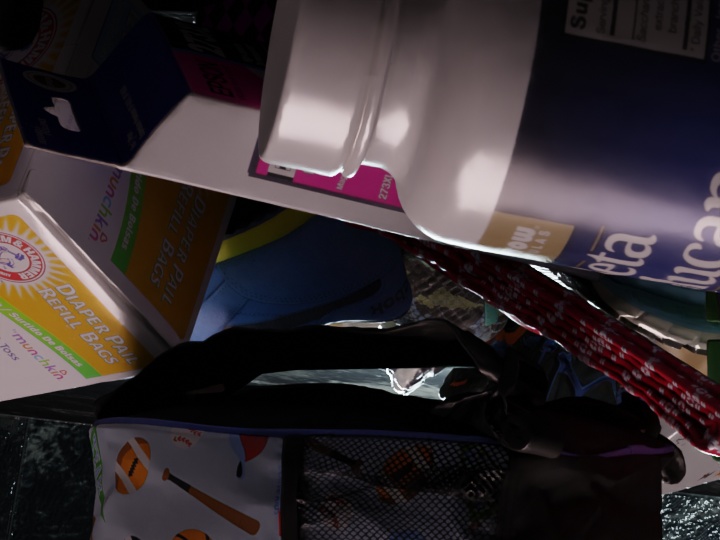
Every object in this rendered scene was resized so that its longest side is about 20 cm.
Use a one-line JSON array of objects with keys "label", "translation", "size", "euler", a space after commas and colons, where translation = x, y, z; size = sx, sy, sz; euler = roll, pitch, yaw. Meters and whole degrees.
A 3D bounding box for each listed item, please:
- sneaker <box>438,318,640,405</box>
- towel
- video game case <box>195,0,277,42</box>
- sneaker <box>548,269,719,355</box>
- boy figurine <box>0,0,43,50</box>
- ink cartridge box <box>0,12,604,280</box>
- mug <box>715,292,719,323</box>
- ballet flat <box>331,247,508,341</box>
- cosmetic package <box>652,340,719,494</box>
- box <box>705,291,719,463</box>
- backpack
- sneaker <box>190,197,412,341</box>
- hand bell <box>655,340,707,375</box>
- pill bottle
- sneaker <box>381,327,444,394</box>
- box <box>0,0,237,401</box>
[{"label": "sneaker", "translation": [0.092, 0.057, 1.253], "size": [0.078, 0.075, 0.200], "euler": [36, -177, -8]}, {"label": "towel", "translation": [0.095, 0.033, 1.021], "size": [0.144, 0.023, 0.200], "euler": [29, -176, -46]}, {"label": "video game case", "translation": [0.060, -0.072, 1.086], "size": [0.181, 0.036, 0.200], "euler": [14, 171, -29]}, {"label": "sneaker", "translation": [0.163, -0.019, 1.174], "size": [0.199, 0.090, 0.078], "euler": [0, -163, -25]}, {"label": "boy figurine", "translation": [-0.202, -0.102, 1.053], "size": [0.124, 0.065, 0.200], "euler": [-4, -179, -44]}, {"label": "ink cartridge box", "translation": [-0.017, -0.046, 0.987], "size": [0.199, 0.037, 0.095], "euler": [11, -162, -16]}, {"label": "mug", "translation": [0.249, -0.003, 0.997], "size": [0.175, 0.148, 0.200], "euler": [24, 127, -37]}, {"label": "ballet flat", "translation": [0.000, 0.000, 1.203], "size": [0.074, 0.075, 0.200], "euler": [12, 178, -25]}, {"label": "cosmetic package", "translation": [0.162, 0.052, 1.420], "size": [0.101, 0.071, 0.200], "euler": [-42, 161, 28]}, {"label": "box", "translation": [0.224, 0.017, 1.115], "size": [0.199, 0.118, 0.048], "euler": [0, 179, -8]}, {"label": "backpack", "translation": [0.000, 0.098, 1.032], "size": [0.190, 0.155, 0.200], "euler": [9, 174, 22]}, {"label": "sneaker", "translation": [-0.067, 0.016, 1.152], "size": [0.200, 0.066, 0.079], "euler": [-17, 119, 37]}, {"label": "hand bell", "translation": [0.072, -0.036, 1.254], "size": [0.199, 0.104, 0.104], "euler": [24, 169, -11]}, {"label": "pill bottle", "translation": [0.073, -0.055, 0.905], "size": [0.199, 0.112, 0.111], "euler": [10, 172, -7]}, {"label": "sneaker", "translation": [0.023, -0.004, 1.312], "size": [0.080, 0.077, 0.200], "euler": [47, -173, -12]}, {"label": "box", "translation": [-0.155, -0.022, 1.096], "size": [0.199, 0.113, 0.101], "euler": [-10, 137, 33]}]
